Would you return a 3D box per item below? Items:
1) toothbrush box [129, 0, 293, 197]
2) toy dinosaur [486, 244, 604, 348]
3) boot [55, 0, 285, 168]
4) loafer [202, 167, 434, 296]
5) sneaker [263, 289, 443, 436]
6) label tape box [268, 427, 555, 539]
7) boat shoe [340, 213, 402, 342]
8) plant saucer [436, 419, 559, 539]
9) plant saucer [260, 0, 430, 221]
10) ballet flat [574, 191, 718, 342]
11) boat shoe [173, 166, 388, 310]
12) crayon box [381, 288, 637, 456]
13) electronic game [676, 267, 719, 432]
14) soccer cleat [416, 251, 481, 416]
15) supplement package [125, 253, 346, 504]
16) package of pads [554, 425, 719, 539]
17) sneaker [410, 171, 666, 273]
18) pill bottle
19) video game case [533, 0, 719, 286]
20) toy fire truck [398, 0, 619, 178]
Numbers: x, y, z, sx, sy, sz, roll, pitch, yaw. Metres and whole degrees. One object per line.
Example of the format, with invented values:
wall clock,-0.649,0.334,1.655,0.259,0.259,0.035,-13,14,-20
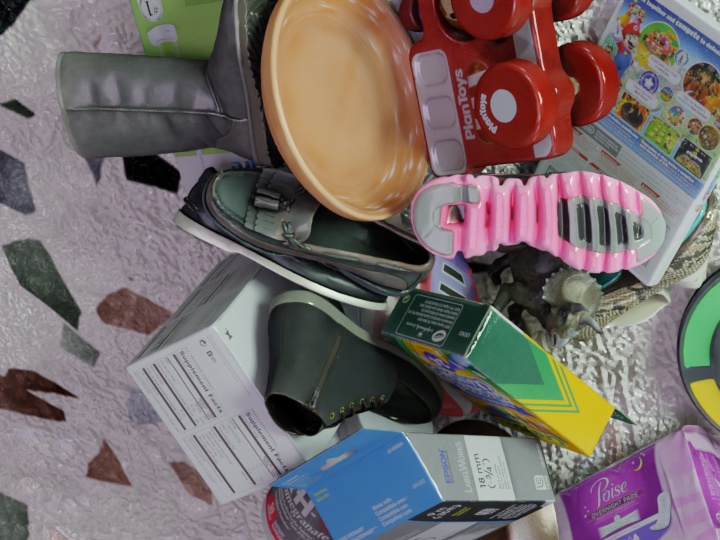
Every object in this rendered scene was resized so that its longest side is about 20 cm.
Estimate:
toothbrush box,-0.099,-0.173,1.176,0.144,0.086,0.202,-4,114,24
toy dinosaur,0.146,-0.012,1.152,0.102,0.077,0.202,-30,60,30
boot,-0.158,-0.167,1.120,0.198,0.073,0.184,12,119,24
loafer,-0.030,-0.040,1.108,0.198,0.073,0.063,22,161,-14
sneaker,-0.010,0.111,1.170,0.199,0.107,0.074,33,138,-31
label tape box,0.044,0.190,1.153,0.144,0.198,0.064,-37,57,43
boat shoe,0.000,0.000,1.237,0.068,0.072,0.202,16,134,38
plant saucer,0.101,0.243,1.275,0.199,0.036,0.204,6,98,51
plant saucer,-0.014,-0.137,1.093,0.037,0.200,0.202,-12,111,38
ballet flat,0.241,0.002,1.144,0.075,0.068,0.200,32,133,-22
boat shoe,-0.059,-0.030,1.165,0.197,0.075,0.067,25,96,2
crayon box,0.127,0.093,1.157,0.199,0.052,0.125,37,168,-30
electronic game,0.364,0.073,1.133,0.197,0.042,0.202,10,120,19
soccer cleat,0.087,0.042,1.230,0.075,0.067,0.203,-2,115,0
supplement package,-0.089,0.080,1.235,0.110,0.200,0.157,-25,106,32
package of pads,0.245,0.234,1.221,0.075,0.122,0.199,21,136,-40
sneaker,0.142,-0.048,1.080,0.197,0.095,0.080,7,102,8
pill bottle,-0.010,0.198,1.308,0.110,0.111,0.201,36,130,2
video game case,0.225,-0.110,1.068,0.143,0.018,0.202,45,127,31
toy fire truck,0.099,-0.176,1.077,0.167,0.111,0.203,-4,103,45
